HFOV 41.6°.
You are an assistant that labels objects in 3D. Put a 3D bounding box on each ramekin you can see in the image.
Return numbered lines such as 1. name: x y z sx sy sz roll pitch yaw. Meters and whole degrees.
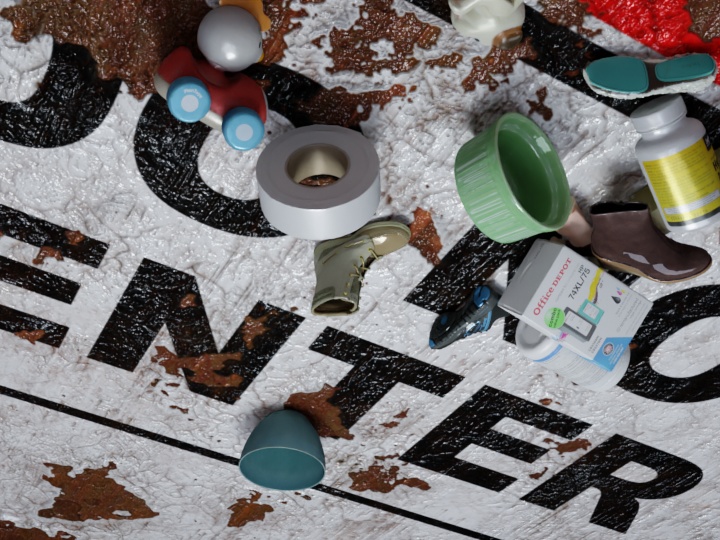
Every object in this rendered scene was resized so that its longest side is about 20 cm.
1. ramekin: 0.240 -0.142 1.518 0.097 0.201 0.200 -25 132 39

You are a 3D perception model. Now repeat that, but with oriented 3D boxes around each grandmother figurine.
1. grandmother figurine: 0.403 -0.059 1.705 0.121 0.061 0.200 4 151 44

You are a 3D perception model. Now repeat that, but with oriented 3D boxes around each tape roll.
1. tape roll: -0.066 -0.145 1.526 0.201 0.203 0.071 0 138 4

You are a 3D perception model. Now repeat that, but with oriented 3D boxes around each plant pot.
1. plant pot: -0.175 0.405 2.206 0.199 0.135 0.201 2 139 2

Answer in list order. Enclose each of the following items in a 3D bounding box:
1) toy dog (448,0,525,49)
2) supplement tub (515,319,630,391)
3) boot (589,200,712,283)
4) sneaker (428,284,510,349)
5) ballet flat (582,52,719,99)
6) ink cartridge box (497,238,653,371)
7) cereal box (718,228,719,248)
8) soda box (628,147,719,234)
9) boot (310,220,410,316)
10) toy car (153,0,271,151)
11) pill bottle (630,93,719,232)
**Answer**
1. toy dog: 0.187 -0.401 1.288 0.193 0.140 0.200 -20 147 -31
2. supplement tub: 0.419 0.146 1.877 0.200 0.132 0.132 29 133 -25
3. boot: 0.486 -0.051 1.591 0.199 0.073 0.167 2 147 20
4. sneaker: 0.216 0.109 1.892 0.082 0.073 0.200 27 134 -27
5. ballet flat: 0.437 -0.286 1.437 0.199 0.072 0.072 -2 139 6
6. ink cartridge box: 0.380 0.059 1.701 0.200 0.146 0.147 31 91 -11
7. cereal box: 0.715 -0.065 1.612 0.143 0.040 0.200 4 172 0
8. soda box: 0.561 -0.133 1.602 0.200 0.064 0.068 -30 129 33
9. boot: 0.000 0.000 1.718 0.199 0.155 0.072 -18 135 23
10. toy car: -0.188 -0.311 1.404 0.176 0.184 0.200 27 105 -25
11. pill bottle: 0.499 -0.170 1.490 0.111 0.111 0.201 -21 108 25
